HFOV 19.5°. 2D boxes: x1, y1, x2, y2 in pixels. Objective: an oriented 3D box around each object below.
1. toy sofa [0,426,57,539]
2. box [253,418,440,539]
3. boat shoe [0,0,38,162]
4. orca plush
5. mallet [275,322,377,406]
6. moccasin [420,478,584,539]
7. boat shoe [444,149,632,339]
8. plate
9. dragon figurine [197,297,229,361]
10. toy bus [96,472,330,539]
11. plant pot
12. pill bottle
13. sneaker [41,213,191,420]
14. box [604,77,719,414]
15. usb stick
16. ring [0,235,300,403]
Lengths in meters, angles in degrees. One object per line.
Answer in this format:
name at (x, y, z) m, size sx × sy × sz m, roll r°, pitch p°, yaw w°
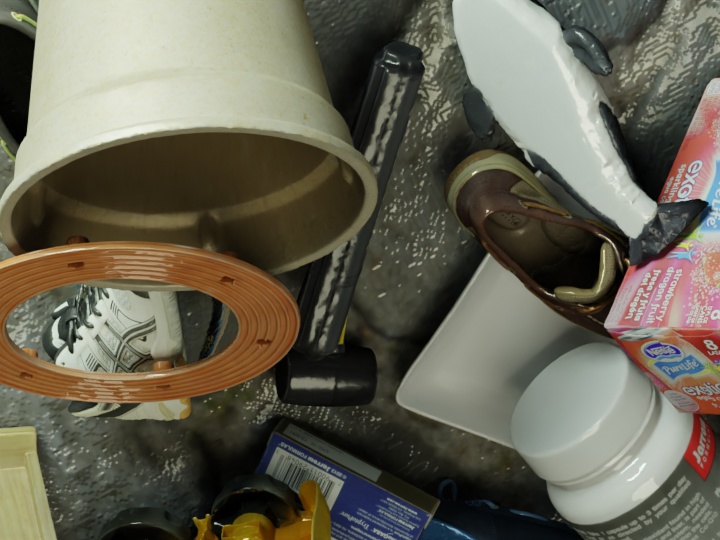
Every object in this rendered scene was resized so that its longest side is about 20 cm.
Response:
toy sofa at (-0.227, 0.186, 1.287) m, size 0.082 × 0.200 × 0.098 m, roll -5°, pitch 116°, yaw -14°
box at (-0.041, 0.212, 1.429) m, size 0.121 × 0.032 × 0.201 m, roll 27°, pitch 112°, yaw 4°
boat shoe at (-0.176, -0.081, 1.220) m, size 0.071 × 0.061 × 0.202 m, roll -31°, pitch 124°, yaw 3°
orca plush at (0.136, -0.105, 1.281) m, size 0.200 × 0.071 × 0.105 m, roll 40°, pitch 128°, yaw 3°
mallet at (0.000, 0.000, 1.342) m, size 0.065 × 0.041 × 0.201 m, roll 9°, pitch 114°, yaw -20°
moccasin at (0.084, 0.197, 1.457) m, size 0.199 × 0.068 × 0.081 m, roll 18°, pitch 119°, yaw -5°
boat shoe at (0.137, 0.000, 1.321) m, size 0.200 × 0.072 × 0.072 m, roll 37°, pitch 105°, yaw -30°
plate at (0.147, 0.035, 1.407) m, size 0.199 × 0.032 × 0.200 m, roll 22°, pitch 113°, yaw -27°
dragon figurine at (-0.085, -0.044, 1.271) m, size 0.099 × 0.059 × 0.201 m, roll 23°, pitch 107°, yaw -25°
toy bus at (-0.087, 0.255, 1.377) m, size 0.199 × 0.136 × 0.193 m, roll -19°, pitch 117°, yaw 15°
plant pot at (-0.100, -0.112, 1.127) m, size 0.199 × 0.185 × 0.201 m, roll -6°, pitch 158°, yaw -3°
pill bottle at (0.197, 0.148, 1.396) m, size 0.114 × 0.114 × 0.200 m, roll -39°, pitch 115°, yaw 9°
sneaker at (-0.151, 0.033, 1.266) m, size 0.087 × 0.076 × 0.201 m, roll -5°, pitch 142°, yaw -5°
box at (0.245, -0.017, 1.305) m, size 0.100 × 0.095 × 0.201 m, roll 45°, pitch 60°, yaw -34°
usb stick at (-0.002, -0.041, 1.278) m, size 0.032 × 0.055 × 0.201 m, roll 21°, pitch 108°, yaw 10°
ring at (-0.132, 0.027, 1.167) m, size 0.199 × 0.019 × 0.201 m, roll -3°, pitch 152°, yaw -2°
